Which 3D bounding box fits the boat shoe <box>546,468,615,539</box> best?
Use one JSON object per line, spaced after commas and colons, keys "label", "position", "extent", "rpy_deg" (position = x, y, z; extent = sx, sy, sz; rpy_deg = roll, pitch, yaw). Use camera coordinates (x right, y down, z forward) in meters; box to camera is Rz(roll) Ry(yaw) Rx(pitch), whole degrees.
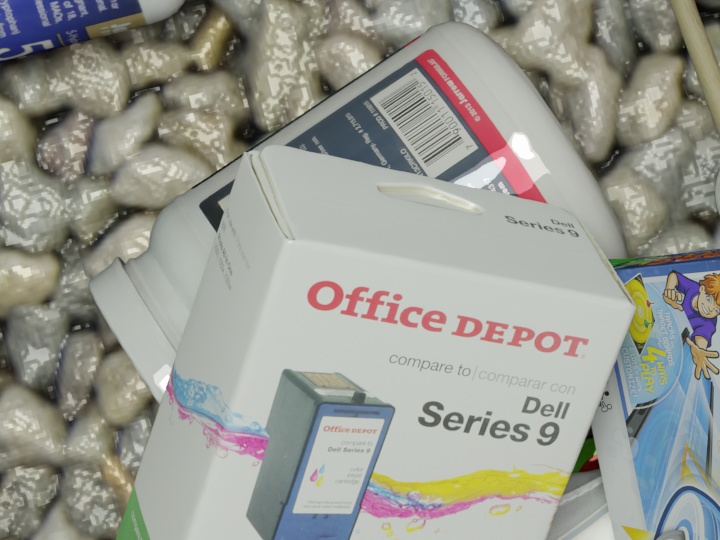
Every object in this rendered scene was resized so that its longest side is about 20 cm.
{"label": "boat shoe", "position": [0.055, 0.118, 1.134], "extent": [0.200, 0.072, 0.069], "rpy_deg": [-35, 82, 24]}

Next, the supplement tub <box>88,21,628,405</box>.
{"label": "supplement tub", "position": [0.000, 0.000, 1.117], "extent": [0.200, 0.140, 0.140], "rpy_deg": [-34, 88, -2]}

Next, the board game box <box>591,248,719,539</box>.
{"label": "board game box", "position": [0.158, 0.090, 1.020], "extent": [0.034, 0.135, 0.200], "rpy_deg": [-18, 97, -45]}

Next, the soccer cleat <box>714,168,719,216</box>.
{"label": "soccer cleat", "position": [0.257, -0.016, 1.154], "extent": [0.200, 0.073, 0.068], "rpy_deg": [16, 88, 0]}

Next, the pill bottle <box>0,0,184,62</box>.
{"label": "pill bottle", "position": [-0.135, -0.157, 1.134], "extent": [0.200, 0.120, 0.120], "rpy_deg": [-14, 87, -1]}

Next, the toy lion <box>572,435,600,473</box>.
{"label": "toy lion", "position": [0.188, 0.099, 1.154], "extent": [0.191, 0.069, 0.200], "rpy_deg": [19, 93, 8]}

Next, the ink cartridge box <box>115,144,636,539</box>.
{"label": "ink cartridge box", "position": [0.000, 0.067, 1.016], "extent": [0.145, 0.088, 0.200], "rpy_deg": [11, 113, -20]}

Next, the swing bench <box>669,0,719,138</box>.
{"label": "swing bench", "position": [0.252, -0.084, 1.084], "extent": [0.200, 0.130, 0.199], "rpy_deg": [5, 51, -24]}
